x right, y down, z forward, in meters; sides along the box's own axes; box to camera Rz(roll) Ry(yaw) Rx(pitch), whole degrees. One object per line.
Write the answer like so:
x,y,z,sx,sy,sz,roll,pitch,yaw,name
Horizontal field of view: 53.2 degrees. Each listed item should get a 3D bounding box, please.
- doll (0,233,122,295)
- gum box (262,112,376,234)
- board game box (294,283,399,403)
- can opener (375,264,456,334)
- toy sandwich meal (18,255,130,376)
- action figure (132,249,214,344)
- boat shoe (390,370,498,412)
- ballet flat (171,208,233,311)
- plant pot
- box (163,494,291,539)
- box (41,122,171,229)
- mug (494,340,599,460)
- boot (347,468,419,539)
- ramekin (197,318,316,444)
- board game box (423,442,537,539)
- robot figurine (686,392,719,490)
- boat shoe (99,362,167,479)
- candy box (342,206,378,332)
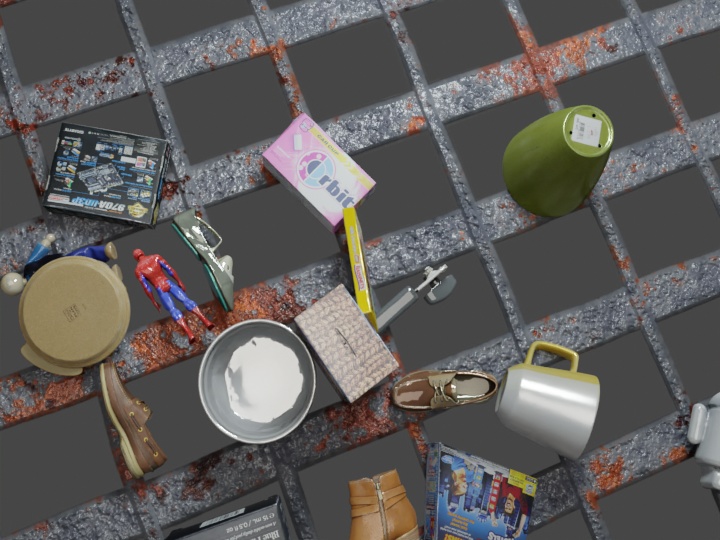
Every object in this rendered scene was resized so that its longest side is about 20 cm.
-0.527,0.002,1.261,0.196,0.048,0.139,-14,93,-8,doll
-0.081,-0.182,1.332,0.200,0.066,0.114,44,79,4,gum box
-0.029,0.130,1.209,0.096,0.200,0.161,-34,83,-10,board game box
0.091,0.059,1.310,0.199,0.053,0.067,-36,84,-11,can opener
-0.485,0.078,1.229,0.201,0.070,0.210,0,88,-7,toy sandwich meal
-0.342,0.039,1.274,0.065,0.052,0.201,-37,80,-16,action figure
0.151,0.209,1.277,0.196,0.072,0.077,-9,80,-7,boat shoe
-0.265,-0.024,1.286,0.063,0.067,0.202,-32,84,-18,ballet flat
0.377,-0.216,1.316,0.183,0.200,0.191,1,79,-5,plant pot
-0.197,0.500,1.165,0.193,0.117,0.203,-17,82,-9,box
-0.458,-0.171,1.304,0.196,0.046,0.162,9,78,-4,box
0.323,0.230,1.276,0.151,0.187,0.152,17,110,7,mug
0.000,0.438,1.221,0.197,0.074,0.157,-14,82,-20,boot
-0.170,0.188,1.226,0.196,0.105,0.204,0,82,-1,ramekin
0.187,0.426,1.233,0.197,0.062,0.203,22,70,-11,board game box
0.672,0.301,1.289,0.167,0.113,0.203,22,78,3,robot figurine
-0.387,0.248,1.221,0.067,0.072,0.203,-21,88,-14,boat shoe
0.000,0.000,1.263,0.026,0.103,0.203,-10,65,2,candy box
